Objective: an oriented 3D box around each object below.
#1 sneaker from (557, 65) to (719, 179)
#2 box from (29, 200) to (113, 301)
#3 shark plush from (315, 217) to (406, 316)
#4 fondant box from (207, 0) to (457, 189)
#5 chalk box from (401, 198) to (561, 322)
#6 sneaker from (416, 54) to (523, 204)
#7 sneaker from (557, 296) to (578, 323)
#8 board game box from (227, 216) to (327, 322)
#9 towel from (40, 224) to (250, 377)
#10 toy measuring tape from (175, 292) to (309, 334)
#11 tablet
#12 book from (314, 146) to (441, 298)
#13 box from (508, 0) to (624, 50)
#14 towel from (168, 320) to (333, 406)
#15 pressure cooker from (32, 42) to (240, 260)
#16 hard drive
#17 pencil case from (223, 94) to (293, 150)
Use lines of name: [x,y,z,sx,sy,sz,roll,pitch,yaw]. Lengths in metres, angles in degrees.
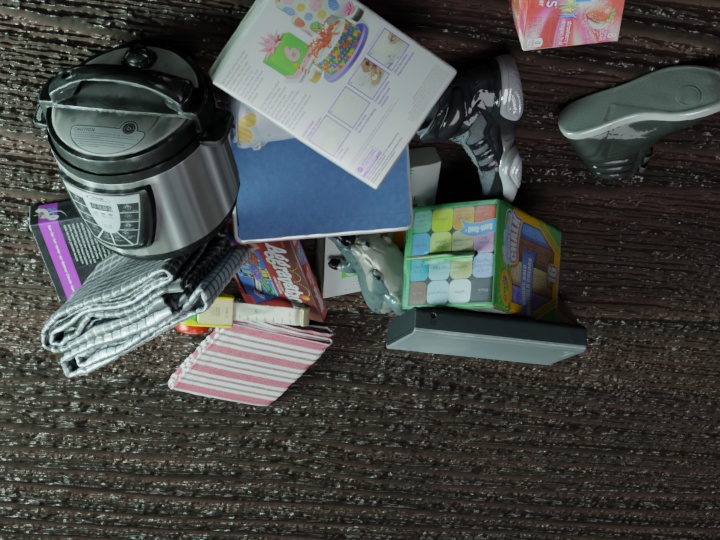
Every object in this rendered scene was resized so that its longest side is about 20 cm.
sneaker: [0.327,-0.162,1.699,0.199,0.071,0.099,-14,143,14]
box: [-0.264,-0.033,1.753,0.199,0.036,0.143,-8,141,-1]
shark plush: [0.000,0.000,1.756,0.083,0.091,0.200,-6,159,34]
fondant box: [-0.028,-0.195,1.504,0.200,0.058,0.144,32,99,-20]
chalk box: [0.128,-0.008,1.733,0.124,0.124,0.200,-2,166,33]
sneaker: [0.116,-0.147,1.668,0.113,0.076,0.200,-6,136,-3]
sneaker: [0.172,0.064,1.934,0.200,0.071,0.113,23,127,-24]
board game box: [-0.106,-0.002,1.780,0.103,0.019,0.200,11,153,17]
towel: [-0.235,0.018,1.656,0.200,0.166,0.086,-27,104,24]
toy measuring tape: [-0.161,0.042,1.830,0.199,0.074,0.074,4,140,-5]
tablet: [-0.044,-0.101,1.672,0.199,0.014,0.131,-5,97,-7]
book: [0.018,-0.058,1.780,0.133,0.048,0.200,-9,141,-11]
box: [0.201,-0.318,1.457,0.102,0.095,0.200,-6,141,-4]
towel: [-0.142,0.113,1.956,0.146,0.030,0.200,15,143,-26]
pressure cooker: [-0.223,-0.131,1.537,0.176,0.179,0.200,-27,142,-11]
hard drive: [0.142,0.075,1.740,0.199,0.033,0.140,6,168,-11]
pencil case: [-0.040,-0.175,1.581,0.199,0.091,0.083,-4,166,-11]
